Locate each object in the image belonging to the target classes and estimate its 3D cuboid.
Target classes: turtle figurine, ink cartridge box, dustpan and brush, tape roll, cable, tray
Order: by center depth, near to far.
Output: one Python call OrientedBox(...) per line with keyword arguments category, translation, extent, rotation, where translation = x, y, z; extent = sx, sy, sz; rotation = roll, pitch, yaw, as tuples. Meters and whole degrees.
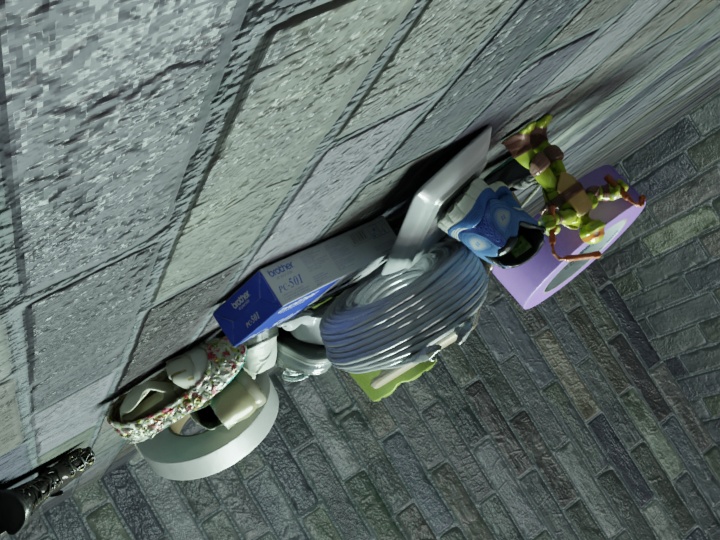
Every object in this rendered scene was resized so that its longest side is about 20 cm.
OrientedBox(category="tray", translation=(0.078, -0.059, 0.869), extent=(0.107, 0.022, 0.200), rotation=(-42, 169, -21))
OrientedBox(category="ink cartridge box", translation=(-0.050, 0.008, 0.892), extent=(0.094, 0.044, 0.200), rotation=(-38, 172, 41))
OrientedBox(category="cable", translation=(0.044, 0.038, 0.945), extent=(0.199, 0.069, 0.200), rotation=(-21, -165, 32))
OrientedBox(category="turtle figurine", translation=(0.230, -0.092, 0.958), extent=(0.200, 0.162, 0.064), rotation=(-28, 174, -38))
OrientedBox(category="dustpan and brush", translation=(-0.055, 0.062, 1.087), extent=(0.139, 0.058, 0.200), rotation=(8, -164, 23))
OrientedBox(category="tape roll", translation=(0.262, -0.040, 1.091), extent=(0.200, 0.066, 0.200), rotation=(-36, 164, -12))
OrientedBox(category="tape roll", translation=(-0.211, 0.200, 1.183), extent=(0.202, 0.037, 0.203), rotation=(-16, -148, 10))

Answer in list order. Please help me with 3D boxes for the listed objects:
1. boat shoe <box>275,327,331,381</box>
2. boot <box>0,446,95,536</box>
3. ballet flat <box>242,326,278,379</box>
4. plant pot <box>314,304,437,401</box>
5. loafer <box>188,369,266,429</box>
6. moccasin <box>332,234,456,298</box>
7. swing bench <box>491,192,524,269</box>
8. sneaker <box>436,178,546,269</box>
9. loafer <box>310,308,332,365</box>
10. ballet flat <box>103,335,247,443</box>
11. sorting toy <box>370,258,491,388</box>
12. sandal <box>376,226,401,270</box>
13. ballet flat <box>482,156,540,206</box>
OrientedBox(category="boat shoe", translation=(-0.091, 0.114, 1.156), extent=(0.074, 0.065, 0.202), rotation=(-7, -172, -30))
OrientedBox(category="boot", translation=(-0.472, 0.317, 1.288), extent=(0.174, 0.069, 0.200), rotation=(-35, -178, -40))
OrientedBox(category="ballet flat", translation=(-0.144, 0.104, 1.107), extent=(0.068, 0.069, 0.200), rotation=(-27, 173, -36))
OrientedBox(category="plant pot", translation=(0.022, 0.098, 1.367), extent=(0.200, 0.190, 0.200), rotation=(-31, 175, -3))
OrientedBox(category="loafer", translation=(-0.197, 0.160, 1.097), extent=(0.068, 0.076, 0.200), rotation=(-42, -163, -31))
OrientedBox(category="moccasin", translation=(0.047, -0.010, 1.156), extent=(0.199, 0.068, 0.080), rotation=(-29, 177, -1))
OrientedBox(category="swing bench", translation=(0.155, -0.034, 1.288), extent=(0.199, 0.130, 0.200), rotation=(-33, 170, 18))
OrientedBox(category="sneaker", translation=(0.140, -0.038, 0.885), extent=(0.079, 0.089, 0.200), rotation=(-48, 170, 16))
OrientedBox(category="loafer", translation=(-0.050, 0.097, 1.230), extent=(0.070, 0.068, 0.200), rotation=(16, -179, -30))
OrientedBox(category="ballet flat", translation=(-0.224, 0.141, 1.030), extent=(0.200, 0.076, 0.064), rotation=(-38, 140, 12))
OrientedBox(category="sorting toy", translation=(0.092, 0.041, 1.080), extent=(0.185, 0.036, 0.200), rotation=(-39, -163, 44))
OrientedBox(category="sandal", translation=(0.000, 0.000, 1.067), extent=(0.200, 0.048, 0.075), rotation=(-30, 175, 9))
OrientedBox(category="ballet flat", translation=(0.164, -0.092, 1.087), extent=(0.200, 0.073, 0.073), rotation=(-30, 175, -15))
